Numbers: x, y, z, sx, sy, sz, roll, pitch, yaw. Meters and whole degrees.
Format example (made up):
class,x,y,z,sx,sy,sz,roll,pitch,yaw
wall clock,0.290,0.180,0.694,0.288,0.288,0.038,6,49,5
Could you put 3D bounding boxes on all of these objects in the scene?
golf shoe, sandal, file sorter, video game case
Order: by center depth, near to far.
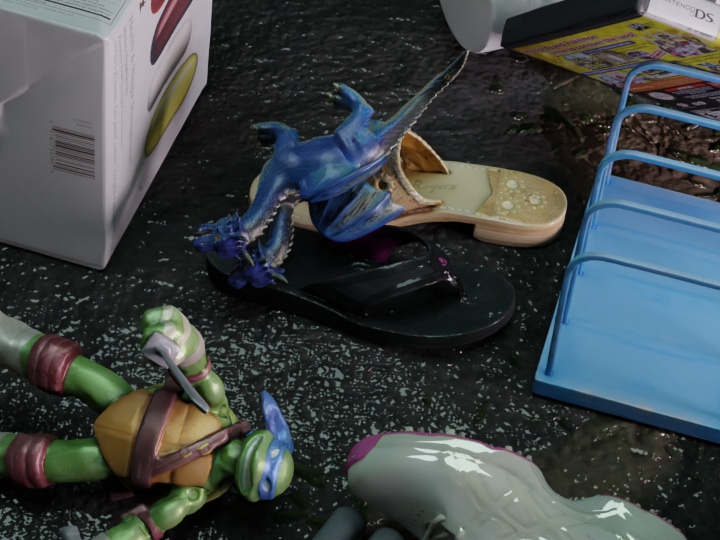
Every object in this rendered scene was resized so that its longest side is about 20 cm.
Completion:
class,x,y,z,sx,sy,sz,roll,pitch,yaw
golf shoe,0.081,0.151,1.069,0.198,0.076,0.092,20,56,1
file sorter,0.202,-0.017,1.226,0.137,0.123,0.201,15,45,8
sandal,-0.001,0.001,1.237,0.198,0.048,0.076,11,45,7
video game case,0.211,-0.138,1.284,0.179,0.200,0.026,17,84,-19
sandal,0.033,-0.068,1.295,0.209,0.070,0.078,7,44,0

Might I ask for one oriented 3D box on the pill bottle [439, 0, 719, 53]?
class,x,y,z,sx,sy,sz,roll,pitch,yaw
pill bottle,0.162,-0.223,1.435,0.198,0.115,0.115,-15,48,-20

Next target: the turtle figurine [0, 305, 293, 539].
class,x,y,z,sx,sy,sz,roll,pitch,yaw
turtle figurine,-0.143,0.089,1.061,0.192,0.145,0.200,13,32,18

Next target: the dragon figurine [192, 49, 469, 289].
class,x,y,z,sx,sy,sz,roll,pitch,yaw
dragon figurine,-0.010,-0.058,1.222,0.198,0.059,0.100,-21,50,3

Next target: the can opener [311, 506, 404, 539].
class,x,y,z,sx,sy,sz,roll,pitch,yaw
can opener,-0.040,0.193,1.034,0.052,0.067,0.200,27,43,18

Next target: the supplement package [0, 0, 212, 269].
class,x,y,z,sx,sy,sz,roll,pitch,yaw
supplement package,-0.191,-0.150,1.265,0.146,0.192,0.201,16,46,7
